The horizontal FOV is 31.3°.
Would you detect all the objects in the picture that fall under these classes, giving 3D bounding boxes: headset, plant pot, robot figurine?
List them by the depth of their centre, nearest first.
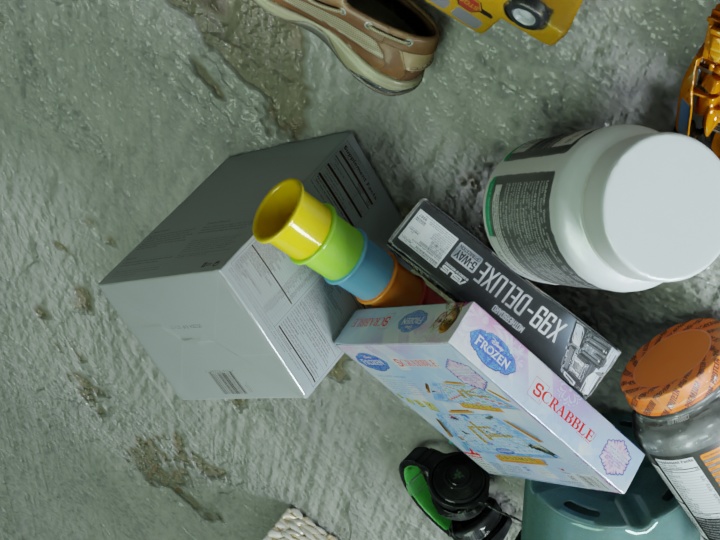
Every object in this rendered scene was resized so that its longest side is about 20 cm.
[{"bbox_3d":[0.271,-0.083,0.873,0.144,0.058,0.201,25,142,27],"label":"robot figurine"},{"bbox_3d":[0.228,0.251,1.172,0.199,0.200,0.197,17,130,31],"label":"plant pot"},{"bbox_3d":[0.108,0.261,1.365,0.199,0.094,0.124,13,138,51],"label":"headset"}]

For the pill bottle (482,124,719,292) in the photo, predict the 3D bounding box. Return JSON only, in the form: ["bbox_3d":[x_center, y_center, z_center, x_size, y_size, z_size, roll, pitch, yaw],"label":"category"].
[{"bbox_3d":[0.169,-0.043,0.906,0.113,0.113,0.200,49,171,-11],"label":"pill bottle"}]

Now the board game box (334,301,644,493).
[{"bbox_3d":[0.100,0.103,1.058,0.199,0.041,0.200,41,160,-19],"label":"board game box"}]

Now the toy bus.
[{"bbox_3d":[0.058,-0.226,0.885,0.199,0.065,0.078,30,163,-10],"label":"toy bus"}]

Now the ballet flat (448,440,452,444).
[{"bbox_3d":[0.120,0.113,1.213,0.200,0.067,0.069,140,122,-60],"label":"ballet flat"}]

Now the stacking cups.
[{"bbox_3d":[0.000,0.000,1.090,0.200,0.061,0.060,36,151,-31],"label":"stacking cups"}]

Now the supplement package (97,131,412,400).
[{"bbox_3d":[-0.089,0.000,1.183,0.190,0.200,0.148,-5,125,47],"label":"supplement package"}]

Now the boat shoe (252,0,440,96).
[{"bbox_3d":[-0.020,-0.223,0.999,0.199,0.076,0.074,36,140,-6],"label":"boat shoe"}]

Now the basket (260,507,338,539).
[{"bbox_3d":[-0.080,0.456,1.694,0.198,0.161,0.201,34,144,11],"label":"basket"}]

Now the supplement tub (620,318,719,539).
[{"bbox_3d":[0.300,0.144,1.033,0.122,0.123,0.201,-15,116,50],"label":"supplement tub"}]

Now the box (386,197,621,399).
[{"bbox_3d":[0.117,0.023,1.075,0.200,0.050,0.158,38,180,4],"label":"box"}]
